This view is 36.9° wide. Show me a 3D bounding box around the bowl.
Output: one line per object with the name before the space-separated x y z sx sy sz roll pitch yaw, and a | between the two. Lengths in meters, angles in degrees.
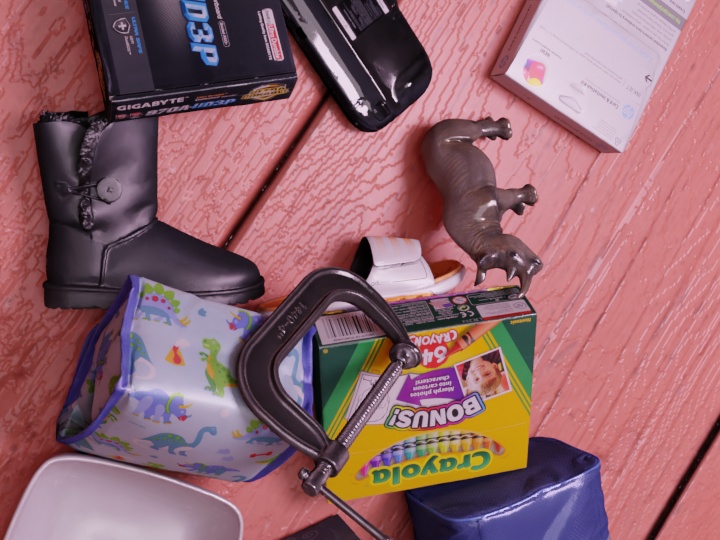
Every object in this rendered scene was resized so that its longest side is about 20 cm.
bowl | -0.219 0.263 0.937 0.197 0.074 0.203 20 88 -21

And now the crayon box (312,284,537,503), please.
crayon box | 0.057 0.113 0.982 0.196 0.059 0.175 -8 120 -10

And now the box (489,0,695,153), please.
box | 0.238 -0.242 1.072 0.154 0.041 0.203 28 85 -20

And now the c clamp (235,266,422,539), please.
c clamp | -0.012 0.092 0.851 0.170 0.027 0.201 36 48 -3

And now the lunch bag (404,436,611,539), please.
lunch bag | 0.140 0.260 1.032 0.197 0.136 0.135 -17 100 -18

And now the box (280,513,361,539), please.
box | -0.021 0.351 0.990 0.105 0.122 0.203 -20 101 -16

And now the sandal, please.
sandal | 0.002 0.001 0.989 0.203 0.079 0.060 -12 102 -16

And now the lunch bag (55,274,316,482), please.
lunch bag | -0.149 0.109 0.897 0.168 0.200 0.129 17 51 -22

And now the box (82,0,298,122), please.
box | -0.150 -0.232 0.895 0.156 0.046 0.204 -10 77 -18

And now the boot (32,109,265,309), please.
boot | -0.177 -0.055 0.920 0.196 0.076 0.172 0 99 -13

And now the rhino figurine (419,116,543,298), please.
rhino figurine | 0.114 -0.061 0.993 0.086 0.060 0.203 -10 63 -13

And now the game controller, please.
game controller | -0.013 -0.230 0.990 0.104 0.042 0.201 -43 108 -26
